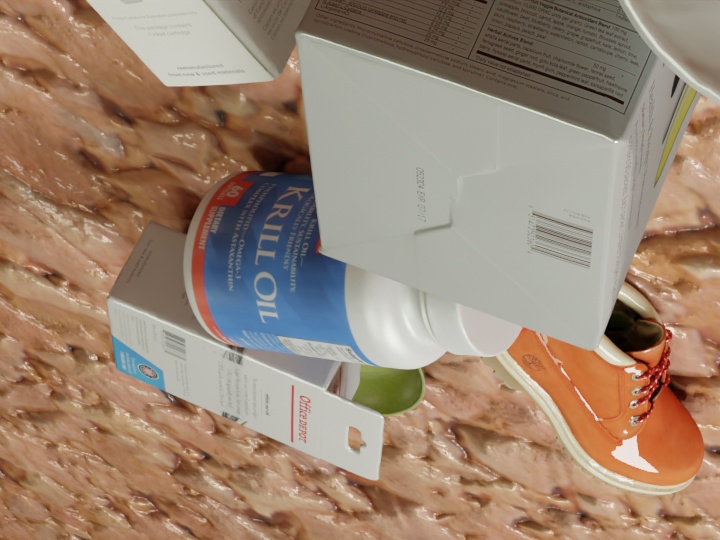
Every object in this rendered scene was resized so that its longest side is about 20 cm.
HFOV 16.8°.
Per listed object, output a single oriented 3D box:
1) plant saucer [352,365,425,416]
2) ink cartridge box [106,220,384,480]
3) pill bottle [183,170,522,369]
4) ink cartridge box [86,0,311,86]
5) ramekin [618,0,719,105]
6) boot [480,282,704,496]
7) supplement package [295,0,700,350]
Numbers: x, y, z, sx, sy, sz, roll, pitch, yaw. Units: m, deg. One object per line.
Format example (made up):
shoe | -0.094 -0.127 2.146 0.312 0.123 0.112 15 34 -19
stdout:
plant saucer | -0.041 0.033 1.677 0.199 0.031 0.200 22 154 11
ink cartridge box | -0.064 0.055 1.625 0.199 0.067 0.116 23 154 9
pill bottle | 0.000 0.000 1.480 0.199 0.113 0.112 5 148 36
ink cartridge box | -0.091 -0.204 1.131 0.082 0.147 0.200 0 144 42
ramekin | 0.181 -0.159 0.922 0.202 0.203 0.094 30 -165 -9
boot | 0.164 0.071 1.512 0.200 0.075 0.107 41 146 -27
supplement package | 0.079 -0.111 1.088 0.146 0.201 0.192 20 155 12
